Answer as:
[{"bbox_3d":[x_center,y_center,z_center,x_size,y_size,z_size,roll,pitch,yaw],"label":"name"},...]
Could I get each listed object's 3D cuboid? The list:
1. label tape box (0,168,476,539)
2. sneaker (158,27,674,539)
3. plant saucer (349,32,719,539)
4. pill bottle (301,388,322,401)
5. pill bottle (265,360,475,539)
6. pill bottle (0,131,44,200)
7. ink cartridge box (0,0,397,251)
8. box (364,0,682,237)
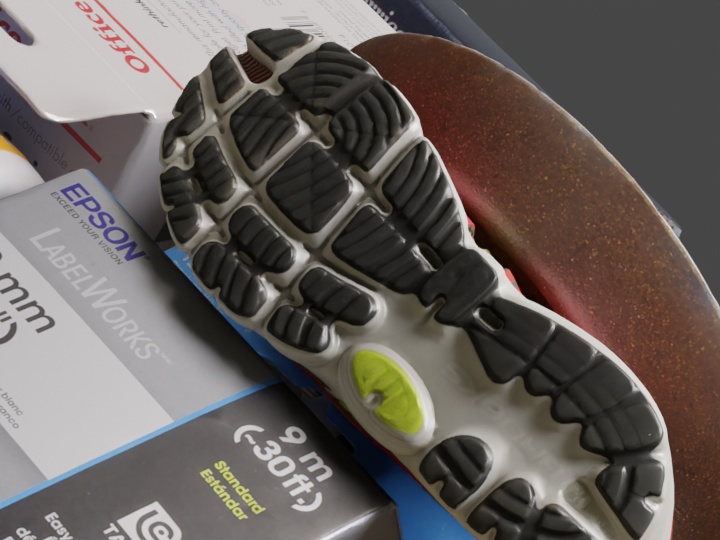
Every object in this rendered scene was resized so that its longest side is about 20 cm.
[{"bbox_3d":[-0.067,0.046,0.802,0.199,0.066,0.143,-25,59,-36],"label":"label tape box"},{"bbox_3d":[0.014,0.019,0.818,0.200,0.077,0.085,52,-4,24],"label":"sneaker"},{"bbox_3d":[0.041,0.024,0.892,0.200,0.034,0.201,39,-31,29],"label":"plant saucer"},{"bbox_3d":[-0.066,0.029,1.029,0.200,0.114,0.114,41,10,1],"label":"pill bottle"},{"bbox_3d":[-0.006,0.109,0.896,0.200,0.120,0.119,46,11,21],"label":"pill bottle"},{"bbox_3d":[-0.192,-0.051,0.898,0.200,0.112,0.112,46,11,23],"label":"pill bottle"},{"bbox_3d":[-0.077,-0.064,0.966,0.117,0.068,0.199,45,30,26],"label":"ink cartridge box"},{"bbox_3d":[0.000,0.000,1.150,0.148,0.200,0.104,45,10,22],"label":"box"}]
